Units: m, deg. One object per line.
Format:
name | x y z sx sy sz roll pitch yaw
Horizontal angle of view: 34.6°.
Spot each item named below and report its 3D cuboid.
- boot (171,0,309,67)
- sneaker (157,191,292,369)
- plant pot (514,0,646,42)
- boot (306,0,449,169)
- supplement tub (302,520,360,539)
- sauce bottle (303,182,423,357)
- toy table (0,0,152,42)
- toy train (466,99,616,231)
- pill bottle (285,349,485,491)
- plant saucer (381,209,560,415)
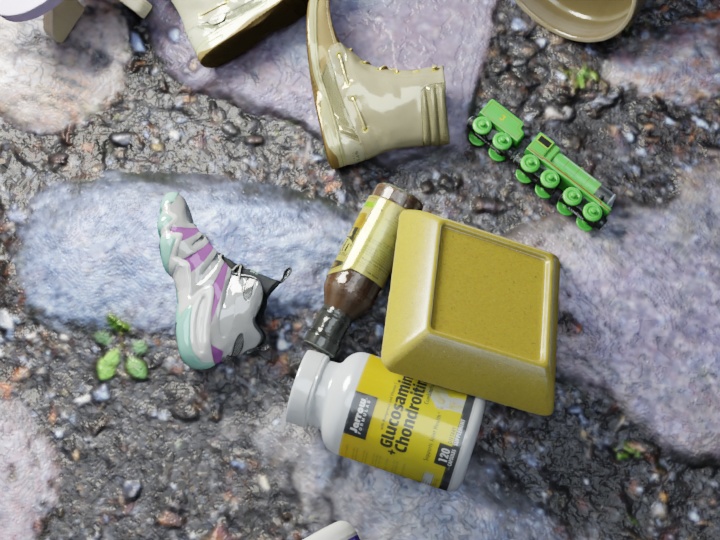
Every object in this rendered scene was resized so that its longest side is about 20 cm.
boot | -0.139 -0.354 1.372 0.199 0.072 0.155 -32 77 0
sneaker | -0.147 0.001 1.298 0.138 0.078 0.202 -12 87 -2
plant pot | 0.275 -0.392 1.318 0.200 0.200 0.174 41 66 10
boot | 0.019 -0.228 1.337 0.154 0.073 0.202 -11 79 0
supplement tub | -0.027 0.374 1.170 0.145 0.145 0.201 -29 78 -4
sauce bottle | 0.000 0.000 1.292 0.064 0.065 0.201 27 78 8
toy table | -0.336 -0.363 1.344 0.200 0.117 0.184 -44 70 6
toy train | 0.209 -0.122 1.324 0.200 0.042 0.056 39 71 10
pill bottle | 0.026 0.154 1.233 0.198 0.112 0.113 17 79 6
plant saucer | 0.131 0.033 1.229 0.198 0.049 0.202 17 57 -13
